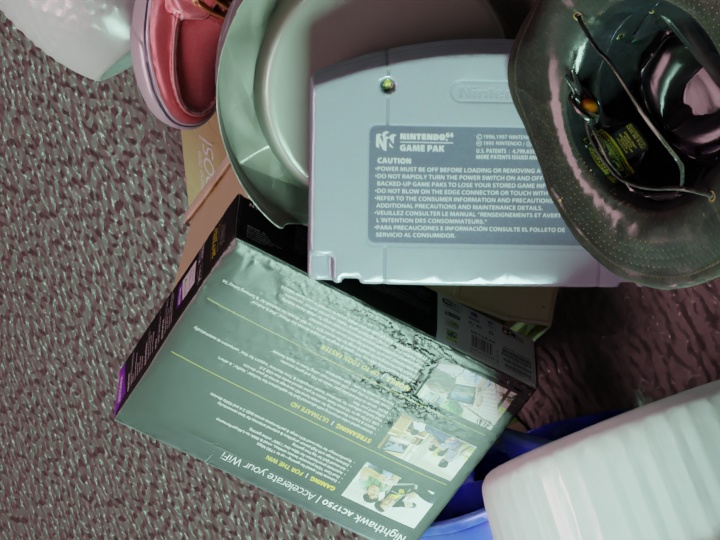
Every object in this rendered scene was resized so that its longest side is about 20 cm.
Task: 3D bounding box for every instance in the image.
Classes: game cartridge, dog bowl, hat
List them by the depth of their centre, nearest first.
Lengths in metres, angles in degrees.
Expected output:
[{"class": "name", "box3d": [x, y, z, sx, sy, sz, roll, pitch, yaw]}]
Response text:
[{"class": "hat", "box3d": [0.168, -0.092, 1.452, 0.200, 0.081, 0.201, 29, 129, 43]}, {"class": "game cartridge", "box3d": [0.071, -0.058, 1.542, 0.041, 0.199, 0.133, -92, 3, -67]}, {"class": "dog bowl", "box3d": [0.010, -0.109, 1.581, 0.059, 0.200, 0.200, -131, 24, -65]}]

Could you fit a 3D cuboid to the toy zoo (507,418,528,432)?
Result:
[{"class": "toy zoo", "box3d": [0.035, 0.081, 1.914, 0.200, 0.020, 0.131, 49, 150, 27]}]

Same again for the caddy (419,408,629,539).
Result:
[{"class": "caddy", "box3d": [0.098, 0.141, 1.723, 0.105, 0.141, 0.200, 61, 153, -5]}]

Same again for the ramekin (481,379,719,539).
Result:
[{"class": "ramekin", "box3d": [0.162, 0.126, 1.539, 0.200, 0.200, 0.098, -36, 74, 63]}]

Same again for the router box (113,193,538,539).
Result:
[{"class": "router box", "box3d": [-0.021, 0.063, 1.634, 0.149, 0.200, 0.051, -54, 18, 29]}]

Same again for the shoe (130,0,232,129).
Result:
[{"class": "shoe", "box3d": [-0.089, -0.184, 1.805, 0.091, 0.071, 0.201, 19, 105, 52]}]

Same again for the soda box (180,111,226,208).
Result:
[{"class": "soda box", "box3d": [-0.076, -0.055, 1.948, 0.068, 0.064, 0.200, 38, 144, 41]}]

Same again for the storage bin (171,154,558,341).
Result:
[{"class": "storage bin", "box3d": [0.000, 0.000, 1.731, 0.198, 0.094, 0.200, 20, 153, -11]}]

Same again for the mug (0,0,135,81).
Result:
[{"class": "mug", "box3d": [-0.188, -0.224, 1.940, 0.176, 0.148, 0.200, 56, -177, 1]}]
